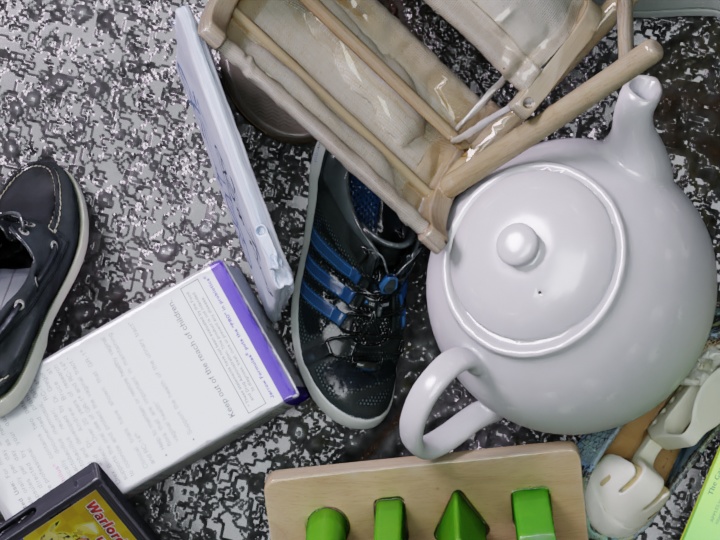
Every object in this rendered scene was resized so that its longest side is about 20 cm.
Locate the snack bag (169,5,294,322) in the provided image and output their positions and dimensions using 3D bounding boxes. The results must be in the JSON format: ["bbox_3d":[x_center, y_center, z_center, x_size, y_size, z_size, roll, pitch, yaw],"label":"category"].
[{"bbox_3d":[-0.077,-0.068,1.702,0.021,0.200,0.190,-19,84,-5],"label":"snack bag"}]

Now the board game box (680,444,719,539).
[{"bbox_3d":[0.266,0.143,1.701,0.101,0.048,0.201,21,85,33],"label":"board game box"}]

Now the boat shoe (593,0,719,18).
[{"bbox_3d":[0.203,-0.203,1.764,0.199,0.076,0.061,14,50,13],"label":"boat shoe"}]

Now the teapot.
[{"bbox_3d":[0.116,0.005,1.692,0.196,0.146,0.201,-11,74,21],"label":"teapot"}]

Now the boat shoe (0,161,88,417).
[{"bbox_3d":[-0.226,-0.003,1.728,0.074,0.066,0.200,-4,49,27],"label":"boat shoe"}]

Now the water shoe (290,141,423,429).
[{"bbox_3d":[0.000,0.000,1.746,0.071,0.079,0.201,-1,87,-24],"label":"water shoe"}]

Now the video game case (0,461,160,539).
[{"bbox_3d":[-0.184,0.240,1.727,0.180,0.026,0.200,-33,119,4],"label":"video game case"}]

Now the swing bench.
[{"bbox_3d":[0.043,-0.156,1.642,0.200,0.130,0.199,-40,108,23],"label":"swing bench"}]

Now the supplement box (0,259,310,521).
[{"bbox_3d":[-0.144,0.086,1.749,0.199,0.101,0.104,-31,86,1],"label":"supplement box"}]

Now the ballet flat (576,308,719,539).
[{"bbox_3d":[0.186,0.110,1.741,0.074,0.074,0.201,34,91,4],"label":"ballet flat"}]

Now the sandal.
[{"bbox_3d":[-0.052,-0.183,1.778,0.081,0.055,0.201,2,87,3],"label":"sandal"}]

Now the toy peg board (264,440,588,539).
[{"bbox_3d":[0.048,0.224,1.705,0.199,0.098,0.200,-6,105,4],"label":"toy peg board"}]
